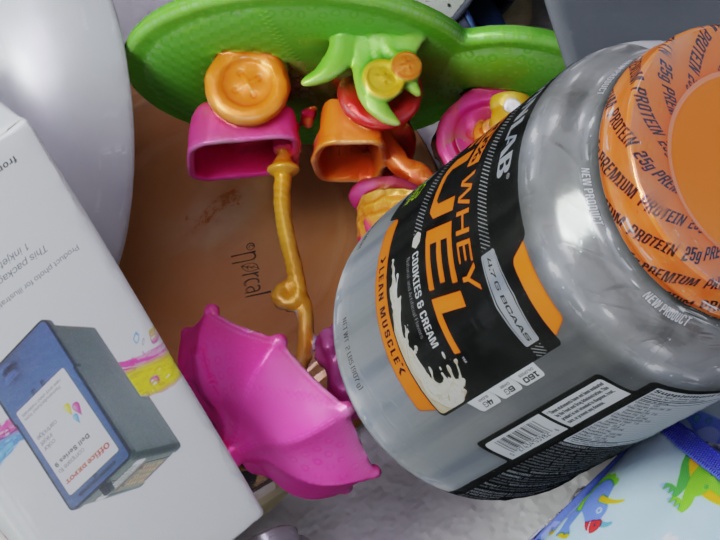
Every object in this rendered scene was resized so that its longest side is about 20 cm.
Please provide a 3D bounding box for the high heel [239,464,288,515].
[{"bbox_3d":[-0.125,0.066,1.092,0.199,0.071,0.144,-24,77,14],"label":"high heel"}]

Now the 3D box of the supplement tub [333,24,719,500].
[{"bbox_3d":[0.082,-0.001,0.894,0.122,0.200,0.124,10,66,-24],"label":"supplement tub"}]

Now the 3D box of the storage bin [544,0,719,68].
[{"bbox_3d":[0.142,-0.089,0.948,0.133,0.201,0.146,-13,48,10],"label":"storage bin"}]

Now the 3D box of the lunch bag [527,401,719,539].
[{"bbox_3d":[0.145,0.139,0.902,0.161,0.083,0.200,-45,44,-3],"label":"lunch bag"}]

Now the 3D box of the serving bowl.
[{"bbox_3d":[-0.171,-0.063,1.102,0.065,0.200,0.201,-6,59,-32],"label":"serving bowl"}]

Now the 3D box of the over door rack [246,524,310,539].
[{"bbox_3d":[-0.075,0.215,1.041,0.199,0.067,0.148,-33,64,15],"label":"over door rack"}]

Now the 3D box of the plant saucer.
[{"bbox_3d":[-0.059,-0.009,1.140,0.199,0.032,0.202,-5,68,13],"label":"plant saucer"}]

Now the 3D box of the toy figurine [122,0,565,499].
[{"bbox_3d":[0.000,0.000,1.032,0.198,0.150,0.186,2,70,-3],"label":"toy figurine"}]

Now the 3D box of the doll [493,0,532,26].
[{"bbox_3d":[0.006,-0.171,1.175,0.137,0.048,0.200,-49,66,14],"label":"doll"}]

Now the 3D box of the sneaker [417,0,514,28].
[{"bbox_3d":[0.023,-0.132,1.101,0.199,0.077,0.086,-9,100,32],"label":"sneaker"}]

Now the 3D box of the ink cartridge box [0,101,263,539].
[{"bbox_3d":[-0.138,0.021,0.963,0.087,0.201,0.145,-35,33,-13],"label":"ink cartridge box"}]
